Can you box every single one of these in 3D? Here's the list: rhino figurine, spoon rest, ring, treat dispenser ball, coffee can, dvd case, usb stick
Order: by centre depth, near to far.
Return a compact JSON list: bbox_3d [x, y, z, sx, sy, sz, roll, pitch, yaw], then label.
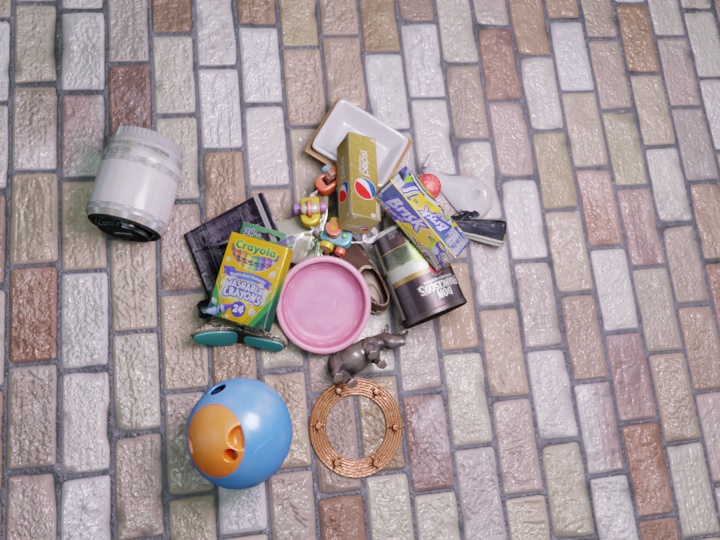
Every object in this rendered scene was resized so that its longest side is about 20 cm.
[{"bbox_3d":[-0.228,0.306,1.196,0.197,0.201,0.204,2,77,-8],"label":"treat dispenser ball"},{"bbox_3d":[-0.008,0.326,1.320,0.197,0.019,0.204,2,77,-9],"label":"ring"},{"bbox_3d":[0.017,0.172,1.328,0.198,0.087,0.060,-29,116,-15],"label":"rhino figurine"},{"bbox_3d":[-0.246,0.055,1.329,0.197,0.055,0.033,-18,111,-12],"label":"usb stick"},{"bbox_3d":[-0.262,-0.052,1.330,0.198,0.016,0.150,-26,81,11],"label":"dvd case"},{"bbox_3d":[0.122,0.004,1.348,0.144,0.146,0.203,-20,80,-13],"label":"coffee can"},{"bbox_3d":[0.221,-0.196,1.464,0.199,0.061,0.100,35,75,-14],"label":"spoon rest"}]

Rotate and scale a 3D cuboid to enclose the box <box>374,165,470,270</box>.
[{"bbox_3d":[0.122,-0.104,1.258,0.201,0.070,0.064,50,52,-3],"label":"box"}]

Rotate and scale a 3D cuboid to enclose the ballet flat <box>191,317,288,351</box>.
[{"bbox_3d":[-0.247,0.122,1.313,0.197,0.068,0.076,7,54,-13],"label":"ballet flat"}]

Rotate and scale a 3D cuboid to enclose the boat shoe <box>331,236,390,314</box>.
[{"bbox_3d":[0.005,-0.003,1.368,0.074,0.075,0.203,-34,84,-14],"label":"boat shoe"}]

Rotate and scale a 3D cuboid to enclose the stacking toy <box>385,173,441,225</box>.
[{"bbox_3d":[0.122,-0.150,1.352,0.084,0.200,0.087,4,76,-15],"label":"stacking toy"}]

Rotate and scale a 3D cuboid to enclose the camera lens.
[{"bbox_3d":[-0.456,-0.169,1.291,0.157,0.160,0.203,12,75,-6],"label":"camera lens"}]

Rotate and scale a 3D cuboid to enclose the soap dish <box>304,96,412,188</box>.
[{"bbox_3d":[-0.004,-0.274,1.426,0.198,0.081,0.159,30,74,-1],"label":"soap dish"}]

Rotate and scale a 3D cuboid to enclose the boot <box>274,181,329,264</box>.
[{"bbox_3d":[-0.147,-0.108,1.373,0.152,0.072,0.203,6,76,-5],"label":"boot"}]

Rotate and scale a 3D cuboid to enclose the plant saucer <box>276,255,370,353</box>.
[{"bbox_3d":[-0.078,0.070,1.325,0.197,0.051,0.204,-1,95,-8],"label":"plant saucer"}]

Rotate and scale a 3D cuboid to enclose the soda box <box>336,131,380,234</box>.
[{"bbox_3d":[-0.006,-0.181,1.300,0.067,0.064,0.203,10,61,-25],"label":"soda box"}]

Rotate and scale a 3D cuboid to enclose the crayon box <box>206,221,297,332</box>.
[{"bbox_3d":[-0.215,0.008,1.267,0.124,0.052,0.203,15,83,8],"label":"crayon box"}]

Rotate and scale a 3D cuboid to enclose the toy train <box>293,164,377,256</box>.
[{"bbox_3d":[-0.055,-0.131,1.315,0.149,0.056,0.201,-29,70,-11],"label":"toy train"}]

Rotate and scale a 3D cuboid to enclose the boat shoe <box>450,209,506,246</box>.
[{"bbox_3d":[0.240,-0.107,1.425,0.197,0.075,0.063,14,104,-11],"label":"boat shoe"}]
